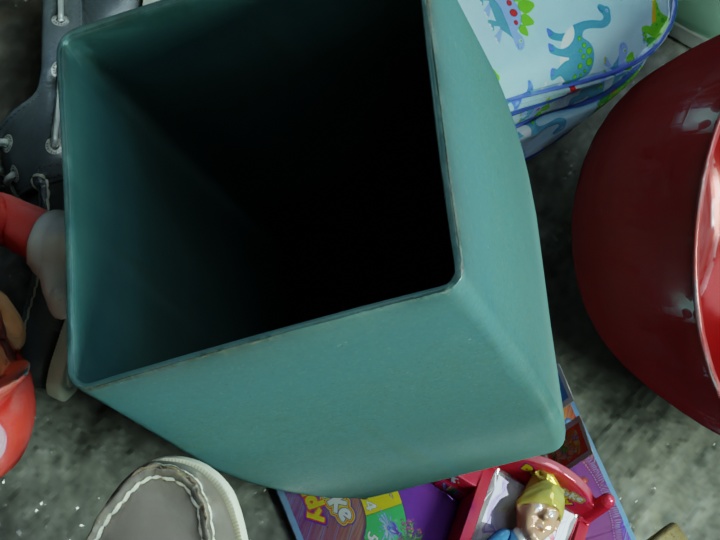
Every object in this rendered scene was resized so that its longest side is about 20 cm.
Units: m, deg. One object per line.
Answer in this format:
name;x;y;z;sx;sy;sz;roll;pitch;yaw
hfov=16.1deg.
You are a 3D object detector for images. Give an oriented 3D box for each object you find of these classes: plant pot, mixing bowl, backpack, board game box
plant pot;0.000;0.000;0.933;0.200;0.140;0.142;46;33;-56
mixing bowl;0.162;-0.019;1.091;0.199;0.108;0.202;-8;101;-45
backpack;0.037;-0.109;1.085;0.199;0.154;0.164;-5;67;-46
board game box;0.058;0.114;1.026;0.157;0.039;0.201;-13;71;-34

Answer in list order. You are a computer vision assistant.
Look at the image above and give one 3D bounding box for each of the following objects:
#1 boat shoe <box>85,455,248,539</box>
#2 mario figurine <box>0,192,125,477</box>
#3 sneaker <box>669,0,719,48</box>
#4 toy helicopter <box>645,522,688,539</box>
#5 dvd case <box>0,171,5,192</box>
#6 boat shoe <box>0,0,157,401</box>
boat shoe;-0.088;0.158;0.860;0.071;0.060;0.201;14;80;16
mario figurine;-0.163;-0.020;0.905;0.106;0.123;0.201;-7;77;-67
sneaker;0.125;-0.181;1.176;0.199;0.118;0.074;22;57;-16
toy helicopter;0.052;0.144;0.879;0.200;0.132;0.079;-35;80;-33
dvd case;-0.248;-0.080;0.972;0.199;0.022;0.147;-11;70;-32
boat shoe;-0.115;-0.045;1.001;0.061;0.073;0.201;10;67;0
